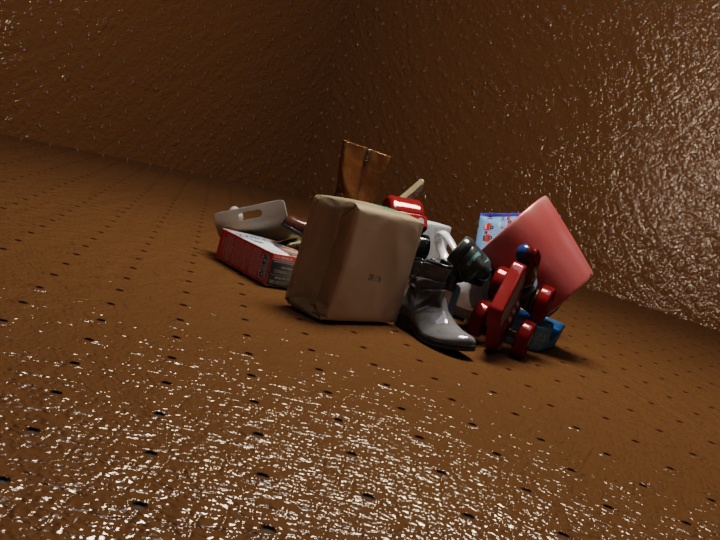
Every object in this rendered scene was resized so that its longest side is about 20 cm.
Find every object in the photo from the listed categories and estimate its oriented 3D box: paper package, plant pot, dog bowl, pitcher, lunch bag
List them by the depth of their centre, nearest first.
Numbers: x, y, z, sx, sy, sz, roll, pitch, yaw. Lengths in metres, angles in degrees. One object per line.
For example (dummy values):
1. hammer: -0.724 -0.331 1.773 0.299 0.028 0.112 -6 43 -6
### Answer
1. paper package: -0.007 -0.017 1.377 0.103 0.193 0.199 22 8 36
2. plant pot: 0.343 -0.015 1.627 0.178 0.200 0.200 49 13 8
3. dog bowl: 0.334 0.118 1.653 0.110 0.050 0.199 19 8 26
4. pitcher: 0.215 0.008 1.772 0.120 0.174 0.200 -21 17 -14
5. lunch bag: 0.357 -0.047 1.842 0.198 0.153 0.094 -1 -18 39

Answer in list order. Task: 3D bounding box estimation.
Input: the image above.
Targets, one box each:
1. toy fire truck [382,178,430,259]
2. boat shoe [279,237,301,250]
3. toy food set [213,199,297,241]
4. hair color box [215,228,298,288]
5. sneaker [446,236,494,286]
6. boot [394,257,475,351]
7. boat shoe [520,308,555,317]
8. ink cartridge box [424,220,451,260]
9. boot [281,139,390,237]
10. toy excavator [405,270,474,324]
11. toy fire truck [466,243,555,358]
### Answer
1. toy fire truck: 0.076 -0.099 1.590 0.127 0.203 0.176 8 -23 -16
2. boat shoe: -0.112 -0.041 1.806 0.064 0.074 0.199 28 13 39
3. toy food set: -0.208 -0.096 1.703 0.141 0.061 0.200 -12 -9 2
4. hair color box: -0.175 -0.021 1.559 0.110 0.065 0.199 11 10 -39
5. sneaker: 0.199 0.001 1.532 0.079 0.076 0.200 41 -3 11
6. boot: 0.129 0.051 1.385 0.069 0.133 0.199 11 9 -37
7. boat shoe: 0.373 0.068 1.809 0.198 0.063 0.072 -13 59 -32
8. ink cartridge box: 0.124 -0.035 1.907 0.057 0.165 0.199 19 8 40
9. boot: -0.046 -0.151 1.616 0.186 0.203 0.068 11 11 -19
10. toy excavator: 0.148 0.059 1.574 0.192 0.101 0.200 18 -1 6
11. toy fire truck: 0.269 0.041 1.451 0.111 0.201 0.169 25 -29 18
